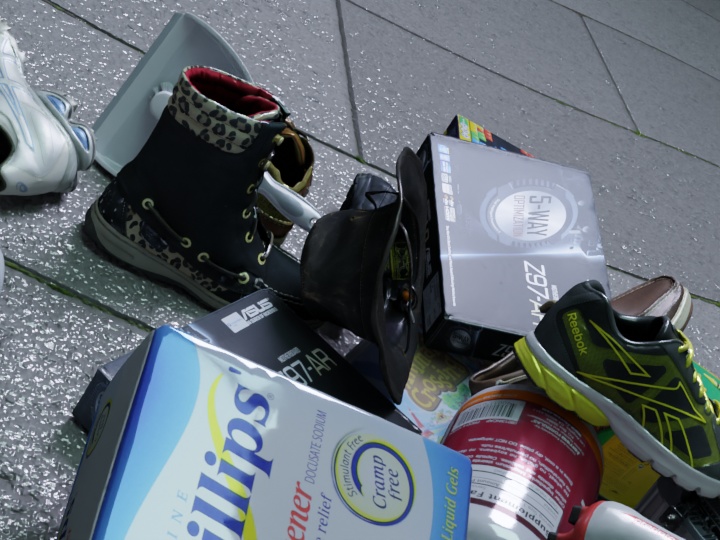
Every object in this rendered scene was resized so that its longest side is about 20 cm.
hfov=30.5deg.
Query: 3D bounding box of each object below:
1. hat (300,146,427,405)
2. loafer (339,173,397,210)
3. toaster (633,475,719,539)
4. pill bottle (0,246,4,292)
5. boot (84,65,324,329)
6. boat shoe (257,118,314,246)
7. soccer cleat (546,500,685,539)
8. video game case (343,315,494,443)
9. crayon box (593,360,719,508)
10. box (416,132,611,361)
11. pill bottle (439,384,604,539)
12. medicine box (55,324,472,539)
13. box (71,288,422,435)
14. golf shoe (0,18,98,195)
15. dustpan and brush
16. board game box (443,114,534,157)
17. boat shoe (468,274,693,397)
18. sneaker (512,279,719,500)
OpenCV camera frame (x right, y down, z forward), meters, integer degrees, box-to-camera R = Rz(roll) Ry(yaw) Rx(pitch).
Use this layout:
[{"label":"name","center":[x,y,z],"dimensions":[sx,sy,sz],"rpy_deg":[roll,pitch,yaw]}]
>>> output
[{"label":"hat","center":[0.000,0.000,0.964],"dimensions":[0.080,0.202,0.201],"rpy_deg":[5,27,9]},{"label":"loafer","center":[0.014,-0.025,1.125],"dimensions":[0.070,0.068,0.201],"rpy_deg":[23,26,-5]},{"label":"toaster","center":[0.246,0.214,0.944],"dimensions":[0.199,0.129,0.114],"rpy_deg":[3,41,-45]},{"label":"pill bottle","center":[-0.271,-0.023,0.771],"dimensions":[0.116,0.117,0.200],"rpy_deg":[14,35,-34]},{"label":"boot","center":[-0.081,-0.048,0.969],"dimensions":[0.203,0.154,0.074],"rpy_deg":[24,30,-20]},{"label":"boat shoe","center":[-0.068,-0.093,1.144],"dimensions":[0.072,0.068,0.200],"rpy_deg":[24,30,-19]},{"label":"soccer cleat","center":[0.155,0.226,0.772],"dimensions":[0.085,0.201,0.069],"rpy_deg":[13,30,33]},{"label":"video game case","center":[0.080,0.104,1.049],"dimensions":[0.182,0.022,0.200],"rpy_deg":[38,29,7]},{"label":"crayon box","center":[0.277,0.160,1.052],"dimensions":[0.200,0.119,0.058],"rpy_deg":[34,28,-15]},{"label":"box","center":[0.128,-0.013,1.118],"dimensions":[0.159,0.044,0.201],"rpy_deg":[13,50,-18]},{"label":"pill bottle","center":[0.083,0.171,0.845],"dimensions":[0.113,0.113,0.200],"rpy_deg":[35,37,1]},{"label":"medicine box","center":[-0.055,0.158,0.686],"dimensions":[0.199,0.103,0.183],"rpy_deg":[25,48,-18]},{"label":"box","center":[-0.067,0.102,0.872],"dimensions":[0.160,0.044,0.200],"rpy_deg":[43,29,13]},{"label":"golf shoe","center":[-0.287,-0.131,0.967],"dimensions":[0.200,0.078,0.097],"rpy_deg":[42,35,15]},{"label":"dustpan and brush","center":[-0.105,-0.093,1.036],"dimensions":[0.200,0.140,0.057],"rpy_deg":[37,5,-5]},{"label":"board game box","center":[0.157,-0.061,1.348],"dimensions":[0.165,0.057,0.200],"rpy_deg":[26,30,-14]},{"label":"boat shoe","center":[0.167,0.054,1.001],"dimensions":[0.075,0.202,0.075],"rpy_deg":[60,-21,-17]},{"label":"sneaker","center":[0.202,0.080,0.877],"dimensions":[0.199,0.085,0.075],"rpy_deg":[30,18,-10]}]
